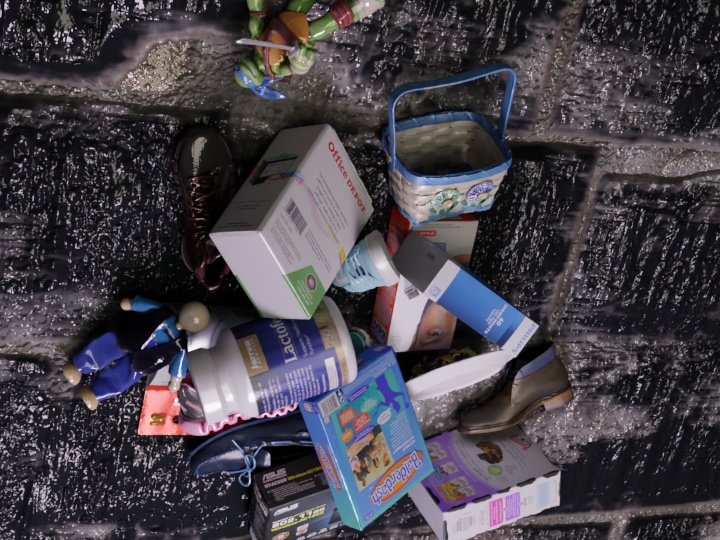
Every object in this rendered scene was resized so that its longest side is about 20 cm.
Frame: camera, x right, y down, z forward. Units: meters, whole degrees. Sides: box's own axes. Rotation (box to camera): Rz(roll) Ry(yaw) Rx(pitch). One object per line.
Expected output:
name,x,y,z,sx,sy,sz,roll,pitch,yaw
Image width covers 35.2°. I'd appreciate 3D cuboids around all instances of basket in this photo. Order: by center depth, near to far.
basket,0.115,-0.166,1.471,0.174,0.139,0.202,-15,130,-16

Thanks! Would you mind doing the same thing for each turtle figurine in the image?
turtle figurine,-0.079,-0.303,1.309,0.193,0.144,0.201,-38,129,-7

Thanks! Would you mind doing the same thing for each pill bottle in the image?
pill bottle,-0.113,0.116,1.425,0.198,0.116,0.117,-19,122,-12

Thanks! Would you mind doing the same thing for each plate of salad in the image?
plate of salad,0.131,0.142,1.646,0.198,0.049,0.200,-17,165,-4

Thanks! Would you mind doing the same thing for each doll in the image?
doll,-0.275,0.100,1.446,0.199,0.049,0.137,-32,100,10

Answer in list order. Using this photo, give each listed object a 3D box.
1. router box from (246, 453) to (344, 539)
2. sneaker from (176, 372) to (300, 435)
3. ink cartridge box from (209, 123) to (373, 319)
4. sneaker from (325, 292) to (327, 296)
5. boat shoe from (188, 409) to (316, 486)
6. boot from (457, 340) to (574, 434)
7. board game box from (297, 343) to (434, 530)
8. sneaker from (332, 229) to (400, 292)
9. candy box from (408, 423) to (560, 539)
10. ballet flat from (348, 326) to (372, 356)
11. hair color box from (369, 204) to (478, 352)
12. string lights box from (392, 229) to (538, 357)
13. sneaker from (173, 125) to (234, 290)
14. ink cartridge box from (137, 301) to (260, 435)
router box,-0.061,0.325,1.646,0.198,0.062,0.151,-16,145,-22
sneaker,-0.153,0.146,1.502,0.198,0.079,0.096,-18,122,-10
ink cartridge box,-0.080,-0.062,1.408,0.146,0.083,0.201,61,44,-35
sneaker,-0.093,0.007,1.521,0.083,0.071,0.202,-50,123,-48
boat shoe,-0.140,0.251,1.596,0.198,0.069,0.084,-19,153,-13
boot,0.231,0.182,1.761,0.198,0.075,0.098,-19,104,-16
board game box,0.010,0.225,1.549,0.151,0.045,0.202,-31,111,-34
sneaker,0.000,0.000,1.481,0.081,0.200,0.075,-26,86,-5
candy box,0.179,0.313,1.732,0.198,0.168,0.072,-15,122,-17
ballet flat,-0.013,0.163,1.637,0.064,0.075,0.202,-22,133,-51
hair color box,0.088,0.011,1.597,0.110,0.064,0.202,-2,117,-25
string lights box,0.141,0.032,1.533,0.199,0.103,0.059,34,95,-35
sneaker,-0.181,-0.068,1.395,0.075,0.116,0.202,-8,119,-15
ink cartridge box,-0.206,0.145,1.538,0.158,0.047,0.202,5,111,-27
